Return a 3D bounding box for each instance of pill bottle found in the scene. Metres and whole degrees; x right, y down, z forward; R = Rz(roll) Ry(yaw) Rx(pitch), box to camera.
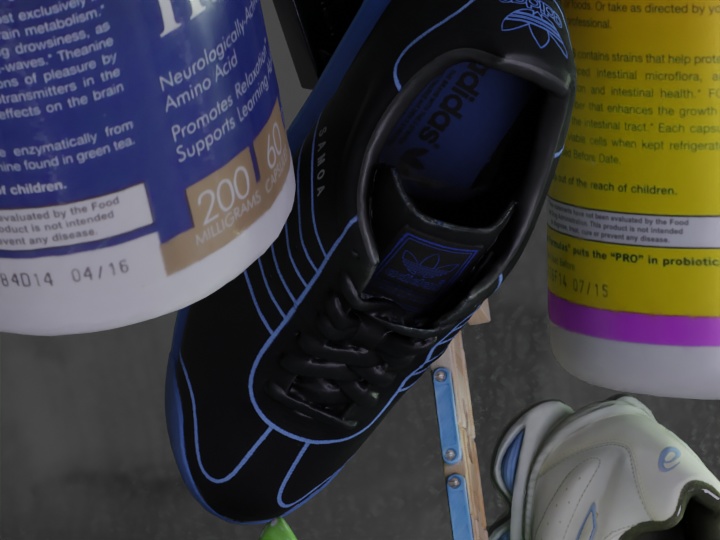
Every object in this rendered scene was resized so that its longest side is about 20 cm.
[{"bbox_3d":[0.107,-0.068,0.903,0.104,0.104,0.201,-6,101,-23],"label":"pill bottle"},{"bbox_3d":[-0.087,-0.093,0.782,0.111,0.111,0.201,-24,124,-19],"label":"pill bottle"}]

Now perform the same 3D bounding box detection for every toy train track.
[{"bbox_3d":[0.045,0.087,0.887,0.032,0.115,0.201,-11,70,10],"label":"toy train track"}]

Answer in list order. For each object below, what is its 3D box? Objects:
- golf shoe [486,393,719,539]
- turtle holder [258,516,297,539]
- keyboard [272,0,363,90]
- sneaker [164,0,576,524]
[{"bbox_3d":[0.086,0.142,0.934,0.078,0.097,0.201,-15,105,-23],"label":"golf shoe"},{"bbox_3d":[-0.045,0.171,0.870,0.131,0.186,0.141,-29,74,-9],"label":"turtle holder"},{"bbox_3d":[-0.038,-0.153,0.871,0.104,0.040,0.201,-33,111,-41],"label":"keyboard"},{"bbox_3d":[0.000,0.000,0.849,0.070,0.078,0.201,17,115,-18],"label":"sneaker"}]
